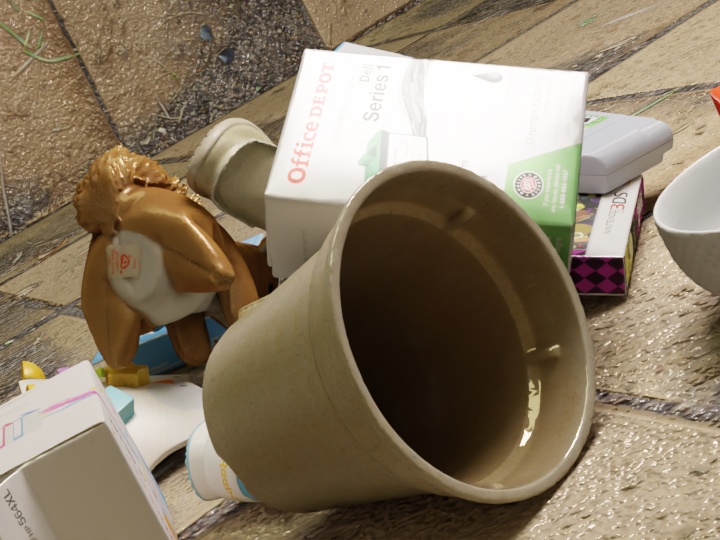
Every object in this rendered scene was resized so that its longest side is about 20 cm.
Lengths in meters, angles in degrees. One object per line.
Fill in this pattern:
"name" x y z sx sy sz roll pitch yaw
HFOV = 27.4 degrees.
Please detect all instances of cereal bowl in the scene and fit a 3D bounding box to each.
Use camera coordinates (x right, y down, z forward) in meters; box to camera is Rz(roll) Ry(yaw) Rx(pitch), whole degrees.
"cereal bowl" 0.286 -0.037 0.900 0.199 0.084 0.200 -26 14 7

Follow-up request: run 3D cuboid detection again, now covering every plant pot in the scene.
"plant pot" 0.007 0.061 0.892 0.183 0.201 0.200 -29 9 46

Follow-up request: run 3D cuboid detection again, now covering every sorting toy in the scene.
"sorting toy" -0.185 0.120 1.225 0.179 0.107 0.200 -10 10 -15

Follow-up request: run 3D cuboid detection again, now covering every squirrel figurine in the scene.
"squirrel figurine" -0.148 -0.019 1.262 0.142 0.200 0.186 -44 -22 23

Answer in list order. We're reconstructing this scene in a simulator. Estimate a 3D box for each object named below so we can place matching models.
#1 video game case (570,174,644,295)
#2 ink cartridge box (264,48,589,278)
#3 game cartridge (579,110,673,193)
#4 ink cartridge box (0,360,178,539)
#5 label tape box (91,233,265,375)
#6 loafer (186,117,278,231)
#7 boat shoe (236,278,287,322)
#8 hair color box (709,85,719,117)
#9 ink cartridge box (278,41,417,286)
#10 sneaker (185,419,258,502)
"video game case" 0.114 -0.031 1.146 0.199 0.036 0.181 1 23 16
"ink cartridge box" 0.045 -0.064 0.983 0.199 0.085 0.147 6 51 7
"game cartridge" 0.141 -0.104 1.231 0.199 0.041 0.133 11 29 37
"ink cartridge box" -0.200 0.162 0.982 0.125 0.129 0.200 -29 15 -8
"label tape box" -0.163 0.048 1.452 0.143 0.066 0.200 -23 18 17
"loafer" -0.075 -0.070 1.242 0.076 0.068 0.200 -59 -25 4
"boat shoe" 0.001 -0.001 1.032 0.200 0.063 0.073 -23 -15 -4
"hair color box" 0.357 -0.118 1.023 0.199 0.102 0.061 -25 13 9
"ink cartridge box" -0.011 -0.066 1.175 0.067 0.201 0.116 14 26 10
"sneaker" -0.035 0.097 1.049 0.080 0.077 0.200 -1 32 37
